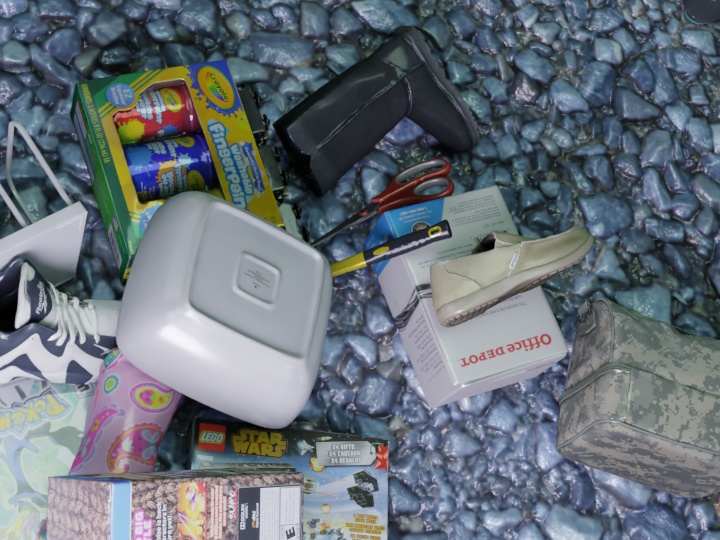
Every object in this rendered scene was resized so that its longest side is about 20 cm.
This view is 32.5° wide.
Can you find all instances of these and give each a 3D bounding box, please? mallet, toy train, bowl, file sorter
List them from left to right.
[{"bbox_3d":[-0.374,-0.026,1.132,0.199,0.139,0.125,-31,77,-28],"label":"file sorter"},{"bbox_3d":[-0.110,0.026,1.140,0.199,0.075,0.201,28,48,-21],"label":"bowl"},{"bbox_3d":[-0.099,-0.107,1.319,0.034,0.046,0.202,-16,74,-16],"label":"toy train"},{"bbox_3d":[0.000,0.000,1.255,0.198,0.041,0.067,-13,75,14],"label":"mallet"}]

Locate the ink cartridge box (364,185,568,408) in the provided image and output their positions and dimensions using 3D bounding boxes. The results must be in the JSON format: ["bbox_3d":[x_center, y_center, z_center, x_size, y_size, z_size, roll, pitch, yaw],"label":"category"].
[{"bbox_3d":[0.110,0.027,1.308,0.144,0.084,0.202,-13,72,-25],"label":"ink cartridge box"}]

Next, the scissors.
[{"bbox_3d":[0.012,-0.069,1.342,0.198,0.014,0.073,-23,40,-2],"label":"scissors"}]

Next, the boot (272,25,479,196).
[{"bbox_3d":[0.020,-0.149,1.365,0.200,0.065,0.166,-42,104,-24],"label":"boot"}]

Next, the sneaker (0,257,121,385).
[{"bbox_3d":[-0.275,0.043,1.115,0.197,0.130,0.080,-1,62,-19],"label":"sneaker"}]

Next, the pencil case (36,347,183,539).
[{"bbox_3d":[-0.221,0.171,1.097,0.087,0.087,0.202,21,66,-9],"label":"pencil case"}]

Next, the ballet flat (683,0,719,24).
[{"bbox_3d":[0.509,-0.398,1.655,0.199,0.073,0.073,-33,80,-28],"label":"ballet flat"}]

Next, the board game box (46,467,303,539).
[{"bbox_3d":[-0.151,0.249,1.023,0.199,0.096,0.162,7,82,-43],"label":"board game box"}]

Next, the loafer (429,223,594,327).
[{"bbox_3d":[0.152,-0.010,1.249,0.198,0.076,0.069,-24,82,-28],"label":"loafer"}]

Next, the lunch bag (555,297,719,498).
[{"bbox_3d":[0.316,0.129,1.304,0.198,0.139,0.169,18,62,-12],"label":"lunch bag"}]

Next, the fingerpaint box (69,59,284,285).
[{"bbox_3d":[-0.190,-0.105,1.268,0.165,0.073,0.202,-12,71,-24],"label":"fingerpaint box"}]

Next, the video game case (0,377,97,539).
[{"bbox_3d":[-0.318,0.184,1.121,0.198,0.022,0.184,-14,72,-25],"label":"video game case"}]

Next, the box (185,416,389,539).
[{"bbox_3d":[-0.071,0.221,1.182,0.198,0.040,0.139,9,65,-15],"label":"box"}]
